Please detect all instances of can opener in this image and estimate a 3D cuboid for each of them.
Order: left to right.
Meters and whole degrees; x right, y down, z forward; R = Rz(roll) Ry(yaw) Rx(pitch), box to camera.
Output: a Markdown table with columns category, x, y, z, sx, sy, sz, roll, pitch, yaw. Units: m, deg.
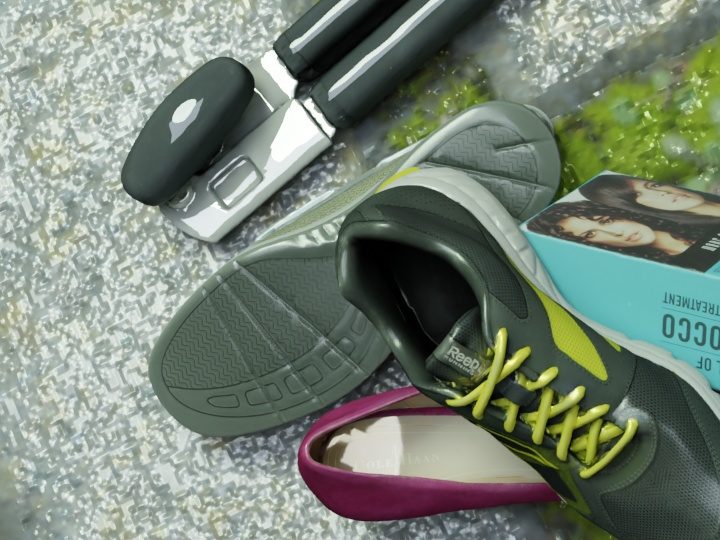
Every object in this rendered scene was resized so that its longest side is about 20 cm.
| category | x | y | z | sx | sy | sz | roll | pitch | yaw |
| --- | --- | --- | --- | --- | --- | --- | --- | --- | --- |
| can opener | -0.016 | -0.090 | 1.209 | 0.200 | 0.067 | 0.053 | -41 | 74 | 8 |

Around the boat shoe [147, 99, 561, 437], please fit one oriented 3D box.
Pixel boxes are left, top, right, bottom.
| category | x | y | z | sx | sy | sz | roll | pitch | yaw |
| --- | --- | --- | --- | --- | --- | --- | --- | --- | --- |
| boat shoe | 0.000 | -0.002 | 1.198 | 0.202 | 0.065 | 0.075 | -39 | 92 | 10 |

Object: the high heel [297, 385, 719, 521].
| category | x | y | z | sx | sy | sz | roll | pitch | yaw |
| --- | --- | --- | --- | --- | --- | --- | --- | --- | --- |
| high heel | 0.074 | 0.058 | 1.144 | 0.199 | 0.096 | 0.068 | -10 | 77 | 12 |

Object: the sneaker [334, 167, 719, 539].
| category | x | y | z | sx | sy | sz | roll | pitch | yaw |
| --- | --- | --- | --- | --- | --- | --- | --- | --- | --- |
| sneaker | 0.062 | 0.044 | 1.079 | 0.200 | 0.085 | 0.075 | 41 | 114 | 14 |

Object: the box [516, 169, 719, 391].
| category | x | y | z | sx | sy | sz | roll | pitch | yaw |
| --- | --- | --- | --- | --- | --- | --- | --- | --- | --- |
| box | 0.165 | 0.013 | 1.111 | 0.199 | 0.082 | 0.049 | 14 | 116 | 28 |
